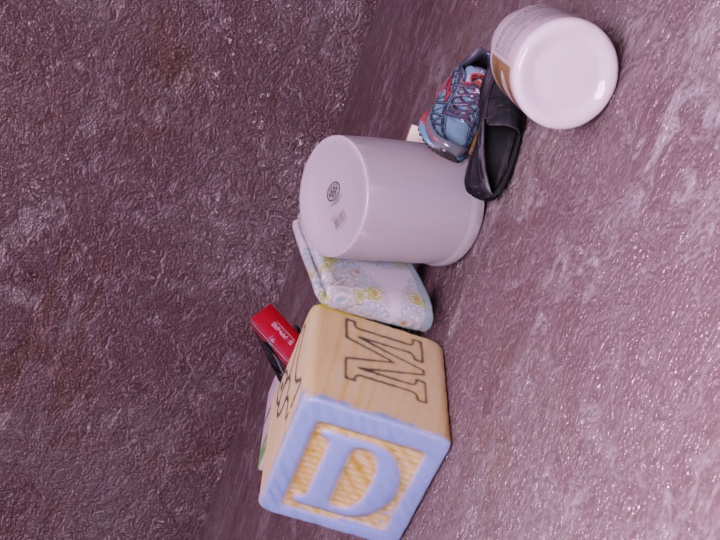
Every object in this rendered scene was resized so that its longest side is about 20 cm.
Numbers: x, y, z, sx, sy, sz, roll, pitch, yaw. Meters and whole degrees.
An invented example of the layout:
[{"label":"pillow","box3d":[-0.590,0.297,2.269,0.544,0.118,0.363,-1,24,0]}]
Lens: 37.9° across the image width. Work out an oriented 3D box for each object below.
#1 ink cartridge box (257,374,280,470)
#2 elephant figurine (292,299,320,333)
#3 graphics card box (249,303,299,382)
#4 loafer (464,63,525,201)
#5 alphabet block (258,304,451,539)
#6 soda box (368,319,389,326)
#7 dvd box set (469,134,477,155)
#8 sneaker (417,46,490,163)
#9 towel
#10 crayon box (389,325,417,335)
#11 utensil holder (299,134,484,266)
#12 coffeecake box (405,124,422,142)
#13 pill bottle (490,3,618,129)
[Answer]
[{"label":"ink cartridge box","box3d":[-0.090,0.265,1.806,0.201,0.143,0.085,-88,19,-57]},{"label":"elephant figurine","box3d":[-0.035,0.085,1.829,0.201,0.153,0.142,-54,-28,-23]},{"label":"graphics card box","box3d":[-0.105,0.156,1.701,0.051,0.125,0.201,-37,-35,-15]},{"label":"loafer","box3d":[0.184,-0.189,1.348,0.070,0.067,0.204,-163,86,-72]},{"label":"alphabet block","box3d":[-0.009,0.196,1.351,0.201,0.193,0.197,-88,21,-58]},{"label":"soda box","box3d":[0.001,0.081,1.580,0.068,0.063,0.201,-83,14,-48]},{"label":"dvd box set","box3d":[0.159,-0.167,1.529,0.146,0.029,0.203,-156,85,-80]},{"label":"sneaker","box3d":[0.136,-0.232,1.413,0.096,0.078,0.202,-57,10,46]},{"label":"towel","box3d":[0.000,0.000,1.448,0.049,0.169,0.201,-62,31,28]},{"label":"crayon box","box3d":[0.034,0.131,1.639,0.127,0.051,0.201,-82,15,-45]},{"label":"utensil holder","box3d":[0.039,-0.095,1.413,0.169,0.197,0.173,-4,85,53]},{"label":"coffeecake box","box3d":[0.088,-0.145,1.673,0.200,0.072,0.156,-75,4,-84]},{"label":"pill bottle","box3d":[0.204,-0.233,1.163,0.200,0.113,0.116,-100,30,-70]}]
